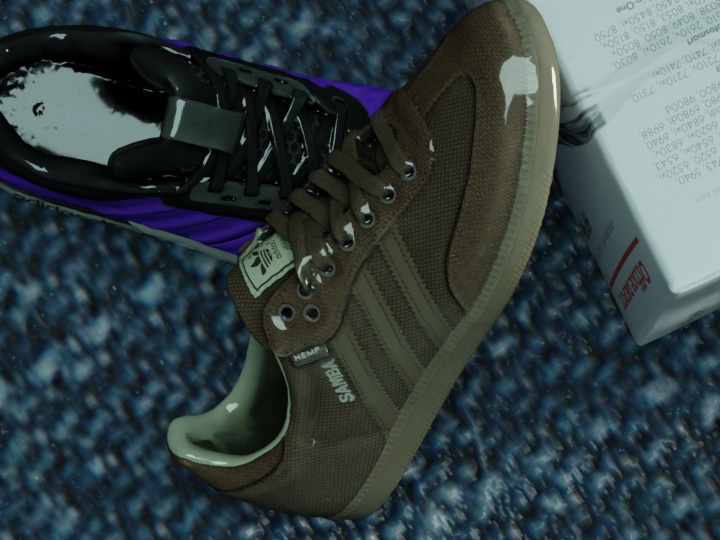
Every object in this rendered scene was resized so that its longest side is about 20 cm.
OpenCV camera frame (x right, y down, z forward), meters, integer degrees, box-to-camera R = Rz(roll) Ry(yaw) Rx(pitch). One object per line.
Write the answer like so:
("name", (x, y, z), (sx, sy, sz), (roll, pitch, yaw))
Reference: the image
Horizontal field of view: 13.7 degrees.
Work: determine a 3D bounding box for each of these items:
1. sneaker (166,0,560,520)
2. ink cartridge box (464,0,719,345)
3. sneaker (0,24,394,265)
("sneaker", (0.000, 0.000, 0.964), (0.075, 0.071, 0.201), (8, 121, -25))
("ink cartridge box", (0.100, -0.048, 1.001), (0.068, 0.116, 0.201), (-26, 81, -4))
("sneaker", (-0.045, -0.040, 1.005), (0.199, 0.100, 0.070), (9, 82, 1))
